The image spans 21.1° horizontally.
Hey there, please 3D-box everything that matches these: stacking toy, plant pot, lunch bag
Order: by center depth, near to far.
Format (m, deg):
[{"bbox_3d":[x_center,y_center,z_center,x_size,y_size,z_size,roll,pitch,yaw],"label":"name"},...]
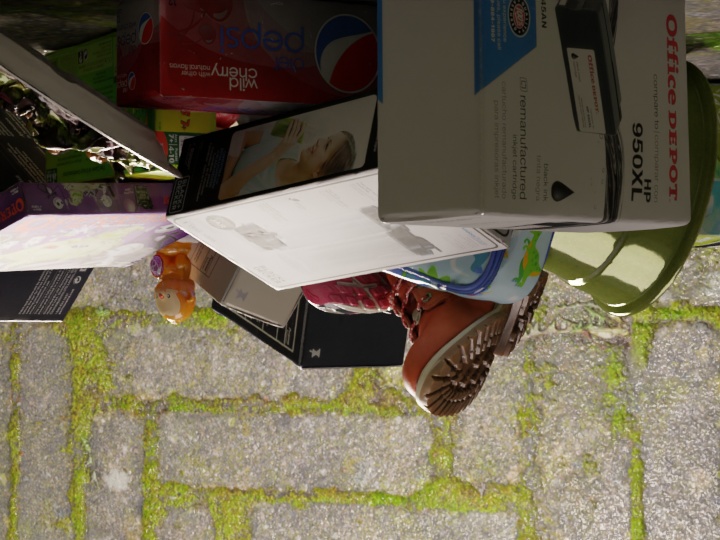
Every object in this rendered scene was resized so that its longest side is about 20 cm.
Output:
[{"bbox_3d":[0.044,-0.075,1.316,0.199,0.162,0.082,21,-175,36],"label":"lunch bag"},{"bbox_3d":[0.134,-0.084,1.445,0.189,0.202,0.200,13,174,-19],"label":"plant pot"},{"bbox_3d":[-0.145,-0.060,1.499,0.115,0.202,0.109,0,178,41],"label":"stacking toy"}]

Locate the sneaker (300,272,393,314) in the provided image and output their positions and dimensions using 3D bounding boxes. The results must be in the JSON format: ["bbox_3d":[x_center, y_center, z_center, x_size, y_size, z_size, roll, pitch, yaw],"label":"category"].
[{"bbox_3d":[0.000,0.000,1.471,0.074,0.081,0.200,-34,178,22],"label":"sneaker"}]

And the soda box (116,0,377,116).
[{"bbox_3d":[-0.053,-0.133,1.213,0.199,0.071,0.063,1,178,-33],"label":"soda box"}]

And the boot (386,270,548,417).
[{"bbox_3d":[0.053,0.033,1.362,0.107,0.075,0.200,27,-153,11],"label":"boot"}]

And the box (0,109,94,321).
[{"bbox_3d":[-0.320,-0.062,1.465,0.200,0.104,0.182,45,-157,29],"label":"box"}]

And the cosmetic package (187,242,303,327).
[{"bbox_3d":[-0.113,-0.044,1.571,0.071,0.106,0.200,23,-170,-40],"label":"cosmetic package"}]

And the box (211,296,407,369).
[{"bbox_3d":[-0.040,-0.029,1.847,0.122,0.202,0.198,0,-165,-29],"label":"box"}]

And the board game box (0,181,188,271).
[{"bbox_3d":[-0.200,-0.031,1.367,0.120,0.033,0.199,-30,163,36],"label":"board game box"}]

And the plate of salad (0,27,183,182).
[{"bbox_3d":[-0.198,-0.105,1.198,0.199,0.048,0.200,33,-179,-1],"label":"plate of salad"}]

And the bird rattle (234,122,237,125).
[{"bbox_3d":[-0.159,-0.110,1.719,0.199,0.114,0.163,-3,164,-29],"label":"bird rattle"}]

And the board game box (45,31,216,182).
[{"bbox_3d":[-0.166,-0.114,1.369,0.047,0.103,0.200,-1,179,-30],"label":"board game box"}]

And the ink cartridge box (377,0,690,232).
[{"bbox_3d":[0.105,-0.098,1.134,0.084,0.146,0.199,-2,178,44],"label":"ink cartridge box"}]

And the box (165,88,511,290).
[{"bbox_3d":[-0.011,-0.050,1.217,0.199,0.061,0.116,-11,148,41],"label":"box"}]

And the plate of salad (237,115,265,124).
[{"bbox_3d":[-0.011,-0.105,1.650,0.199,0.048,0.200,22,-161,-8],"label":"plate of salad"}]

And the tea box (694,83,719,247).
[{"bbox_3d":[0.271,-0.089,1.700,0.195,0.135,0.200,-1,178,-8],"label":"tea box"}]
